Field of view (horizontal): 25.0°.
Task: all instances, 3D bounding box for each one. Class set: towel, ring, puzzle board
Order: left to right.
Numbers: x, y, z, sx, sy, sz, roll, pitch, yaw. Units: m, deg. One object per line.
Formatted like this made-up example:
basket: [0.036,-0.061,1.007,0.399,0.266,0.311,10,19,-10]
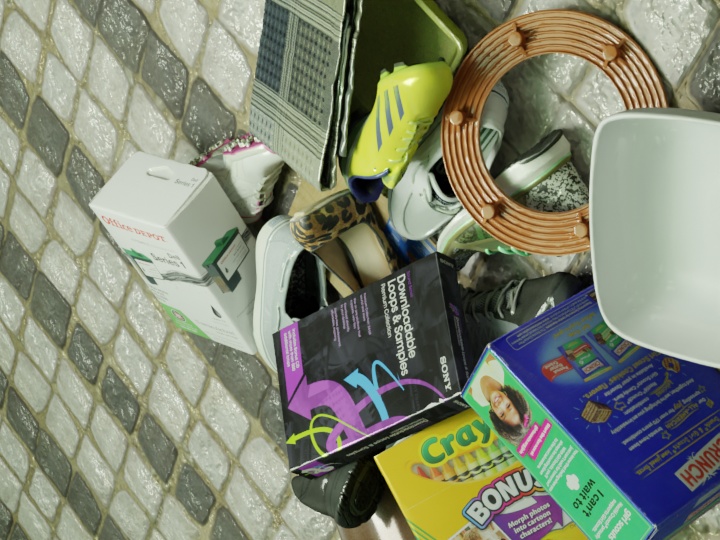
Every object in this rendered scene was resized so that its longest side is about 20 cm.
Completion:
towel: [-0.047,-0.186,1.471,0.200,0.034,0.194,-136,51,-58]
puzzle board: [0.007,-0.028,1.627,0.200,0.017,0.151,47,137,22]
ring: [0.155,-0.113,1.330,0.199,0.019,0.202,2,96,25]

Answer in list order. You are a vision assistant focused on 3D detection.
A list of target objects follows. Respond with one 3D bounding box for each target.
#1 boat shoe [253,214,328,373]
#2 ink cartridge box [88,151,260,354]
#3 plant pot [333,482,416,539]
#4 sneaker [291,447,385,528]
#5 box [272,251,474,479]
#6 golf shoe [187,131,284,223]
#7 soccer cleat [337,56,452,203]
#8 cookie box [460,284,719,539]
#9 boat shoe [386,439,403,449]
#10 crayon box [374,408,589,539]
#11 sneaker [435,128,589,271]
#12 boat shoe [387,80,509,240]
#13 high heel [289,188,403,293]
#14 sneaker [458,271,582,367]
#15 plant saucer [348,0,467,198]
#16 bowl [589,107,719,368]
boat shoe: [-0.068,0.040,1.689,0.071,0.070,0.202,40,143,43]
ink cartridge box: [-0.179,-0.019,1.736,0.145,0.084,0.201,15,147,45]
plant pot: [0.074,0.277,1.579,0.200,0.199,0.199,-45,65,50]
sneaker: [-0.005,0.137,1.524,0.090,0.201,0.076,12,157,38]
box: [0.010,0.086,1.463,0.199,0.036,0.144,-27,57,29]
golf shoe: [-0.111,-0.101,1.695,0.200,0.075,0.092,-15,108,58]
soccer cleat: [0.034,-0.119,1.397,0.200,0.064,0.084,137,126,-63]
cookie box: [0.213,0.121,1.334,0.200,0.170,0.075,48,141,23]
boat shoe: [0.022,0.157,1.653,0.062,0.073,0.200,45,132,5]
crayon box: [0.139,0.195,1.446,0.173,0.199,0.058,61,-179,5]
sneaker: [0.137,-0.037,1.428,0.089,0.077,0.200,51,143,5]
boat shoe: [0.073,-0.085,1.446,0.201,0.073,0.067,114,164,-46]
high heel: [0.000,0.000,1.504,0.071,0.200,0.144,-24,85,15]
sneaker: [0.107,0.033,1.468,0.115,0.075,0.200,42,141,-2]
plant saucer: [0.014,-0.205,1.500,0.200,0.048,0.200,49,139,20]
bowl: [0.277,-0.030,1.241,0.199,0.074,0.201,13,119,34]
